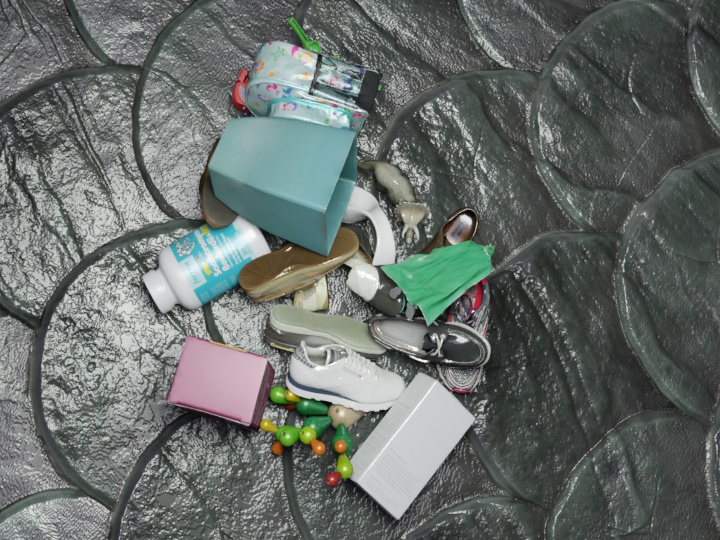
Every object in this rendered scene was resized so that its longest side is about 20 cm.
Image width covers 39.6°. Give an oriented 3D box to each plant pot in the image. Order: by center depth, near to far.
[{"bbox_3d":[-0.119,-0.141,1.505,0.196,0.142,0.143,17,65,9],"label":"plant pot"}]

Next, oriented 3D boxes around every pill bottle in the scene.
[{"bbox_3d":[-0.246,-0.011,1.599,0.198,0.111,0.112,-31,81,-7],"label":"pill bottle"}]

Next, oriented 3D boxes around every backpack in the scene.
[{"bbox_3d":[-0.085,-0.268,1.569,0.197,0.178,0.153,22,76,-6],"label":"backpack"}]

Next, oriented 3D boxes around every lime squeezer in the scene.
[{"bbox_3d":[-0.053,-0.363,1.699,0.198,0.070,0.038,34,60,-25],"label":"lime squeezer"}]

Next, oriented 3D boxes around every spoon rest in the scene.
[{"bbox_3d":[0.001,-0.090,1.605,0.098,0.061,0.201,-4,38,-30],"label":"spoon rest"}]

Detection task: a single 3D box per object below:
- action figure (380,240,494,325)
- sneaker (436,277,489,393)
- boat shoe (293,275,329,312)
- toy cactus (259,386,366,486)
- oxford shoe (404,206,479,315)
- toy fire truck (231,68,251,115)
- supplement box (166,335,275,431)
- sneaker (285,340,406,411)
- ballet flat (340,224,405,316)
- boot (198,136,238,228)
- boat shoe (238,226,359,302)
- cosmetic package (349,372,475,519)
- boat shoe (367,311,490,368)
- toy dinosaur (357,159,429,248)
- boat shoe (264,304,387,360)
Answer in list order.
[{"bbox_3d":[0.137,0.005,1.547,0.198,0.055,0.119,-27,70,-30],"label":"action figure"},{"bbox_3d":[0.166,0.094,1.609,0.079,0.075,0.205,5,80,-1],"label":"sneaker"},{"bbox_3d":[-0.092,-0.034,1.630,0.062,0.073,0.205,-8,89,0],"label":"boat shoe"},{"bbox_3d":[-0.056,0.247,1.559,0.163,0.104,0.199,-20,38,-36],"label":"toy cactus"},{"bbox_3d":[0.128,-0.021,1.626,0.072,0.084,0.202,29,81,3],"label":"oxford shoe"},{"bbox_3d":[-0.135,-0.239,1.677,0.196,0.049,0.143,21,79,2],"label":"toy fire truck"},{"bbox_3d":[-0.207,0.175,1.519,0.128,0.200,0.105,16,79,1],"label":"supplement box"},{"bbox_3d":[-0.016,0.162,1.564,0.196,0.077,0.082,9,118,-18],"label":"sneaker"},{"bbox_3d":[0.000,0.000,1.587,0.067,0.069,0.201,8,33,-36],"label":"ballet flat"},{"bbox_3d":[-0.228,-0.124,1.601,0.073,0.076,0.202,27,35,-23],"label":"boot"},{"bbox_3d":[-0.092,-0.007,1.568,0.196,0.065,0.072,-20,53,5],"label":"boat shoe"},{"bbox_3d":[0.075,0.272,1.559,0.102,0.074,0.201,44,78,-20],"label":"cosmetic package"},{"bbox_3d":[0.105,0.107,1.563,0.197,0.060,0.075,20,102,18],"label":"boat shoe"},{"bbox_3d":[0.058,-0.136,1.636,0.076,0.102,0.203,-27,82,-7],"label":"toy dinosaur"},{"bbox_3d":[-0.056,0.111,1.608,0.197,0.072,0.061,16,123,-10],"label":"boat shoe"}]
